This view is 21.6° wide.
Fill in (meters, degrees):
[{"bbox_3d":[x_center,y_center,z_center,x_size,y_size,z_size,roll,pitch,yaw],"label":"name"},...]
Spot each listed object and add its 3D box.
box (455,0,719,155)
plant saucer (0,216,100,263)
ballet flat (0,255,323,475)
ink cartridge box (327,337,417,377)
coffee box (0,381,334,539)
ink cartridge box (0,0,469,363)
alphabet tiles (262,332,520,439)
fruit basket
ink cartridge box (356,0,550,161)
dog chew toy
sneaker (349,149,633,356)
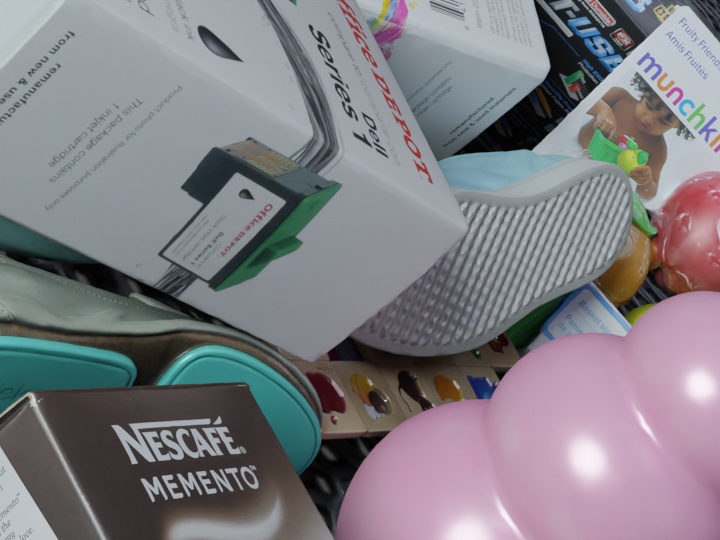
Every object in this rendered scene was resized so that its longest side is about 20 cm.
[{"bbox_3d":[0.072,-0.145,1.033,0.200,0.198,0.050,45,56,-12],"label":"box"},{"bbox_3d":[-0.143,-0.074,0.654,0.200,0.036,0.200,44,21,-21],"label":"plant saucer"},{"bbox_3d":[-0.087,0.029,0.647,0.199,0.067,0.064,21,26,-51],"label":"ballet flat"},{"bbox_3d":[-0.024,-0.023,0.870,0.119,0.042,0.201,11,43,-57],"label":"ink cartridge box"},{"bbox_3d":[-0.042,0.137,0.546,0.113,0.080,0.201,1,53,-60],"label":"coffee box"},{"bbox_3d":[-0.069,-0.072,0.633,0.200,0.084,0.147,27,30,-47],"label":"ink cartridge box"},{"bbox_3d":[0.000,0.000,0.824,0.199,0.008,0.168,7,49,-57],"label":"alphabet tiles"},{"bbox_3d":[0.153,0.002,0.944,0.185,0.200,0.094,47,2,-9],"label":"fruit basket"},{"bbox_3d":[-0.025,-0.150,0.854,0.199,0.085,0.145,15,52,-37],"label":"ink cartridge box"},{"bbox_3d":[0.085,0.082,0.704,0.124,0.200,0.125,40,26,-24],"label":"dog chew toy"},{"bbox_3d":[0.034,-0.011,0.831,0.199,0.082,0.075,-12,106,-47],"label":"sneaker"}]
